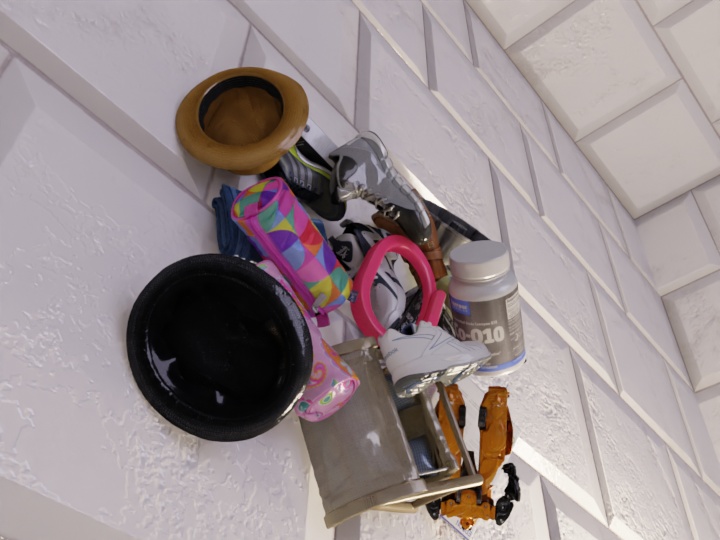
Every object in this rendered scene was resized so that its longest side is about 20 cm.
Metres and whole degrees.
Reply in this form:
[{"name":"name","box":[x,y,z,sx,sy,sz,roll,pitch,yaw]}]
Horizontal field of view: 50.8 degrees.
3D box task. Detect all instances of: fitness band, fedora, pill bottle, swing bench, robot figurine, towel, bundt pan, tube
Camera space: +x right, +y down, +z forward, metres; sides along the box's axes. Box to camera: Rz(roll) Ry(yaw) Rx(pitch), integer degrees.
[{"name":"fitness band","box":[0.056,0.035,1.134,0.143,0.037,0.201,40,45,-15]},{"name":"fedora","box":[-0.160,-0.197,1.060,0.082,0.199,0.202,85,-2,-54]},{"name":"pill bottle","box":[0.203,0.060,1.233,0.114,0.113,0.202,-54,137,-60]},{"name":"swing bench","box":[0.028,0.201,0.967,0.199,0.129,0.200,16,48,-52]},{"name":"robot figurine","box":[0.156,0.264,1.074,0.058,0.144,0.202,-6,99,-83]},{"name":"towel","box":[-0.116,-0.042,1.056,0.199,0.048,0.112,22,47,-50]},{"name":"bundt pan","box":[0.173,-0.055,1.453,0.201,0.076,0.202,30,14,-8]},{"name":"fedora","box":[-0.148,0.083,0.817,0.202,0.199,0.092,62,-7,5]},{"name":"tube","box":[0.139,0.013,1.369,0.200,0.051,0.059,-129,-147,-58]}]

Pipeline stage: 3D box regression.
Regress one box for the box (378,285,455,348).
[{"name":"box","box":[0.111,0.128,1.264,0.158,0.050,0.200,55,28,-9]}]

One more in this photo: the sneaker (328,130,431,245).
[{"name":"sneaker","box":[0.015,-0.107,1.155,0.115,0.075,0.201,-28,80,-24]}]

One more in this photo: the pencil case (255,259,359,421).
[{"name":"pencil case","box":[-0.087,0.083,0.903,0.200,0.088,0.087,50,24,22]}]

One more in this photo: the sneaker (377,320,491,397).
[{"name":"sneaker","box":[0.100,0.103,0.977,0.199,0.074,0.088,2,52,-52]}]

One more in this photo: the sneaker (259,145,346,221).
[{"name":"sneaker","box":[-0.103,-0.136,1.158,0.200,0.074,0.081,39,41,-21]}]

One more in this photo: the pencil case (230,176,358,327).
[{"name":"pencil case","box":[-0.084,-0.024,0.977,0.201,0.088,0.089,55,26,-31]}]

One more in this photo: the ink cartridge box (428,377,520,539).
[{"name":"ink cartridge box","box":[0.140,0.271,1.150,0.196,0.043,0.201,46,63,-25]}]

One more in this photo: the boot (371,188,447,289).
[{"name":"boot","box":[0.090,-0.045,1.303,0.076,0.200,0.156,-21,87,-19]}]

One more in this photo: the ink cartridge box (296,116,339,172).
[{"name":"ink cartridge box","box":[-0.087,-0.198,1.199,0.200,0.099,0.039,45,68,-26]}]

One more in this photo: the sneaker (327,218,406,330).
[{"name":"sneaker","box":[0.000,0.000,1.183,0.129,0.079,0.201,28,49,-31]}]
